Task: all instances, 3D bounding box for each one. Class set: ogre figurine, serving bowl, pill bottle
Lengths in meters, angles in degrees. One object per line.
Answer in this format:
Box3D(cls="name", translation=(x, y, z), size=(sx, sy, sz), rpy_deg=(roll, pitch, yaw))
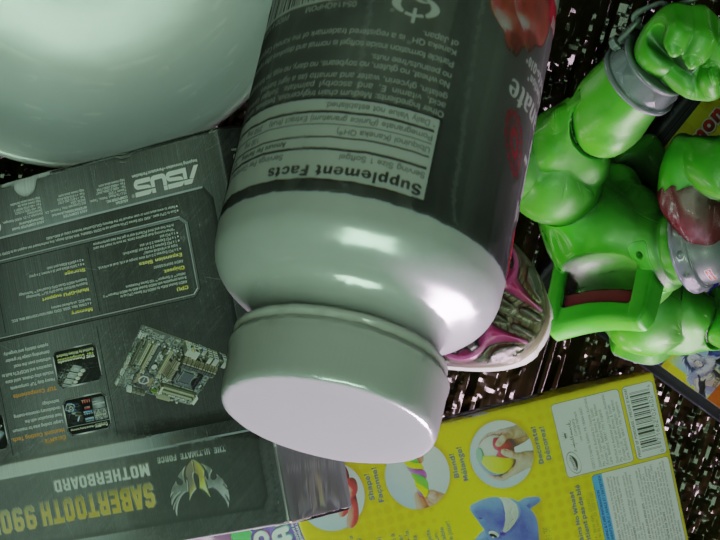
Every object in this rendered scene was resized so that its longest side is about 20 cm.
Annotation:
Box3D(cls="ogre figurine", translation=(0.130, -0.023, 1.112), size=(0.120, 0.200, 0.098), rpy_deg=(-17, 63, 24))
Box3D(cls="serving bowl", translation=(-0.117, -0.146, 1.139), size=(0.199, 0.066, 0.201), rpy_deg=(1, 109, 2))
Box3D(cls="pill bottle", translation=(0.007, -0.035, 1.036), size=(0.110, 0.111, 0.201), rpy_deg=(14, 67, -3))

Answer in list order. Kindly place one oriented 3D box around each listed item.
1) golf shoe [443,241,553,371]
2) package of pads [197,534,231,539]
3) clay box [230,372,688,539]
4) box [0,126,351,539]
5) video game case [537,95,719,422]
Box3D(cls="golf shoe", translation=(0.000, 0.000, 1.142), size=(0.200, 0.092, 0.073), rpy_deg=(19, 77, 32))
Box3D(cls="package of pads", translation=(-0.079, 0.148, 1.233), size=(0.200, 0.076, 0.121), rpy_deg=(37, 109, -10))
Box3D(cls="clay box", translation=(0.041, 0.121, 1.185), size=(0.199, 0.048, 0.115), rpy_deg=(-12, 91, -15))
Box3D(cls="box", translation=(-0.110, 0.037, 1.124), size=(0.199, 0.048, 0.159), rpy_deg=(-13, 87, 32))
Box3D(cls="video game case", translation=(0.203, -0.016, 1.172), size=(0.180, 0.026, 0.200), rpy_deg=(35, 116, -5))
